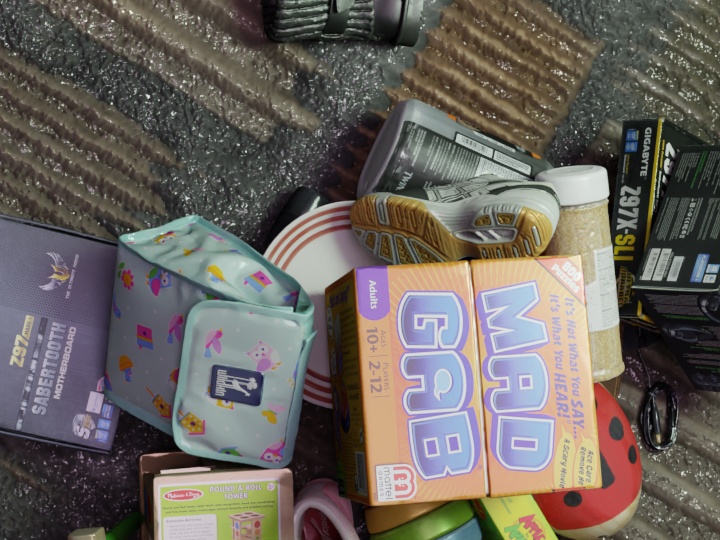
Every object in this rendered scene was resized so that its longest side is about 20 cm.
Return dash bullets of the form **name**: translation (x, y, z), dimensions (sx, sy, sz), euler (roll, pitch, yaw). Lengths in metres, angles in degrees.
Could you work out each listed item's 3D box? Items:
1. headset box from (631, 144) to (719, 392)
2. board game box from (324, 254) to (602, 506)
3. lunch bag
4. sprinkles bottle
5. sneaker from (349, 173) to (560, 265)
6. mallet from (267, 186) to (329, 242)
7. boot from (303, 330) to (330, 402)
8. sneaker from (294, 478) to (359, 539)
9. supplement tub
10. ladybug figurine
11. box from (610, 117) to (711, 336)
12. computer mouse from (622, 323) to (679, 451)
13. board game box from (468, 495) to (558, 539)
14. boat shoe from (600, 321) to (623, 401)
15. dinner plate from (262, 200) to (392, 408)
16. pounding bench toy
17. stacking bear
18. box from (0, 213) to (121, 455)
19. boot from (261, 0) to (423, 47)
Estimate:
- **headset box**: translation (0.363, 0.005, 1.637), dimensions (0.200, 0.093, 0.174), euler (52, 52, -42)
- **board game box**: translation (0.083, 0.099, 1.488), dimensions (0.199, 0.200, 0.200), euler (-4, 85, -9)
- **lunch bag**: translation (-0.127, 0.068, 1.491), dimensions (0.122, 0.200, 0.171), euler (-19, 128, -45)
- **sprinkles bottle**: translation (0.208, 0.003, 1.583), dimensions (0.068, 0.068, 0.200), euler (-10, 101, -14)
- **sneaker**: translation (0.091, -0.049, 1.549), dimensions (0.200, 0.088, 0.076), euler (5, 123, 24)
- **mallet**: translation (0.000, 0.000, 1.637), dimensions (0.200, 0.041, 0.066), euler (39, 80, 5)
- **boot**: translation (-0.048, 0.043, 1.630), dimensions (0.200, 0.064, 0.187), euler (-12, 99, -12)
- **sneaker**: translation (-0.025, 0.301, 1.590), dimensions (0.075, 0.105, 0.201), euler (-15, 88, 6)
- **supplement tub**: translation (0.107, -0.077, 1.644), dimensions (0.200, 0.123, 0.123), euler (24, 81, -11)
- **ladybug figurine**: translation (0.215, 0.182, 1.645), dimensions (0.136, 0.072, 0.200), euler (-36, 112, -16)
- **box**: translation (0.309, -0.038, 1.679), dimensions (0.160, 0.049, 0.200), euler (18, 77, -49)
- **computer mouse**: translation (0.292, 0.088, 1.722), dimensions (0.059, 0.034, 0.200), euler (-17, 91, -15)
- **board game box**: translation (0.155, 0.266, 1.643), dimensions (0.048, 0.102, 0.200), euler (-32, 94, -14)
- **boat shoe**: translation (0.228, 0.056, 1.679), dimensions (0.072, 0.068, 0.201), euler (-5, 100, -2)
- **dinner plate**: translation (-0.009, 0.033, 1.598), dimensions (0.200, 0.024, 0.201), euler (-1, 95, -13)
- **pounding bench toy**: translation (-0.172, 0.236, 1.538), dimensions (0.200, 0.156, 0.125), euler (-3, 94, -13)
- **stacking bear**: translation (0.051, 0.232, 1.622), dimensions (0.121, 0.114, 0.200), euler (-24, 88, -14)
- **box**: translation (-0.290, 0.061, 1.578), dimensions (0.157, 0.051, 0.200), euler (14, 83, -11)
- **boot**: translation (-0.016, -0.324, 1.653), dimensions (0.157, 0.079, 0.212), euler (4, 86, -13)
